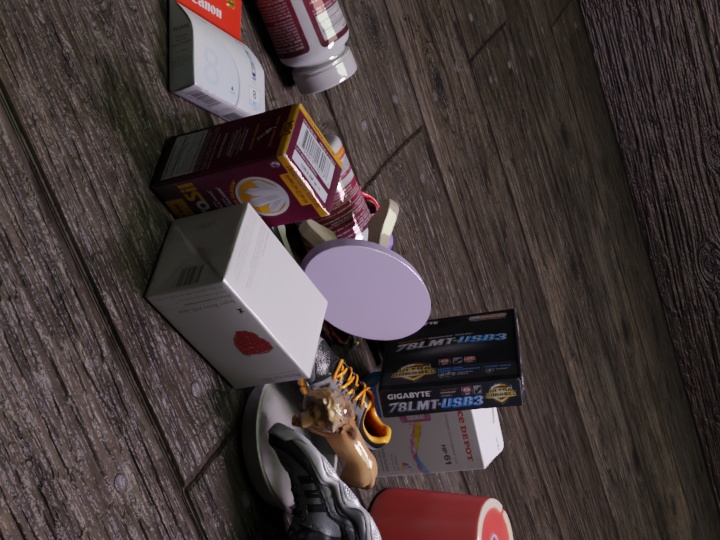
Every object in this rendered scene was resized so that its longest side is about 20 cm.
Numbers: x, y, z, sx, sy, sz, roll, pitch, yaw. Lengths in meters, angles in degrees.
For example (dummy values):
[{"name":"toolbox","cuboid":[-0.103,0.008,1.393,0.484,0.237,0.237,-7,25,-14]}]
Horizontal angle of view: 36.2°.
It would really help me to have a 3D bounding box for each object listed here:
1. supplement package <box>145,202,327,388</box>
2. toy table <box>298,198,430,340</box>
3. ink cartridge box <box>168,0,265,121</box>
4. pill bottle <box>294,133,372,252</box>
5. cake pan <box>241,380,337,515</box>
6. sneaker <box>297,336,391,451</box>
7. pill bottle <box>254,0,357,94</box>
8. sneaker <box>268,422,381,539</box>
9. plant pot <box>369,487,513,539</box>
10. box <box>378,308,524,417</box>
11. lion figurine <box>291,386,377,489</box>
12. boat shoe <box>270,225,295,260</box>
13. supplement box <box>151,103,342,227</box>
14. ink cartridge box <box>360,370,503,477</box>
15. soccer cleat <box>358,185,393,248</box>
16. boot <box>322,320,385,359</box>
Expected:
[{"name":"supplement package","cuboid":[-0.145,0.036,1.340,0.201,0.120,0.121,52,38,-40]},{"name":"toy table","cuboid":[0.000,0.000,1.499,0.200,0.183,0.118,40,16,-31]},{"name":"ink cartridge box","cuboid":[-0.187,-0.308,1.454,0.159,0.047,0.204,20,66,-58]},{"name":"pill bottle","cuboid":[-0.044,-0.084,1.582,0.202,0.108,0.110,67,31,-23]},{"name":"cake pan","cuboid":[-0.095,0.225,1.459,0.200,0.036,0.204,30,55,-56]},{"name":"sneaker","cuboid":[-0.022,0.167,1.496,0.202,0.076,0.079,62,34,-27]},{"name":"pill bottle","cuboid":[-0.084,-0.368,1.598,0.202,0.113,0.115,67,31,-23]},{"name":"sneaker","cuboid":[-0.071,0.292,1.355,0.113,0.076,0.201,-39,86,-16]},{"name":"plant pot","cuboid":[0.127,0.422,1.663,0.200,0.175,0.204,31,53,-55]},{"name":"box","cuboid":[0.130,0.129,1.560,0.199,0.196,0.050,-78,159,-63]},{"name":"lion figurine","cuboid":[-0.021,0.222,1.413,0.073,0.122,0.201,-49,118,-22]},{"name":"boat shoe","cuboid":[-0.126,-0.015,1.474,0.067,0.072,0.202,-30,121,-21]},{"name":"supplement box","cuboid":[-0.136,-0.114,1.323,0.111,0.197,0.087,52,39,-40]},{"name":"ink cartridge box","cuboid":[0.100,0.222,1.654,0.084,0.197,0.147,-26,103,-61]},{"name":"soccer cleat","cuboid":[0.011,-0.076,1.717,0.200,0.075,0.068,38,49,-51]},{"name":"boot","cuboid":[0.009,0.090,1.672,0.154,0.072,0.206,-44,120,-52]}]
